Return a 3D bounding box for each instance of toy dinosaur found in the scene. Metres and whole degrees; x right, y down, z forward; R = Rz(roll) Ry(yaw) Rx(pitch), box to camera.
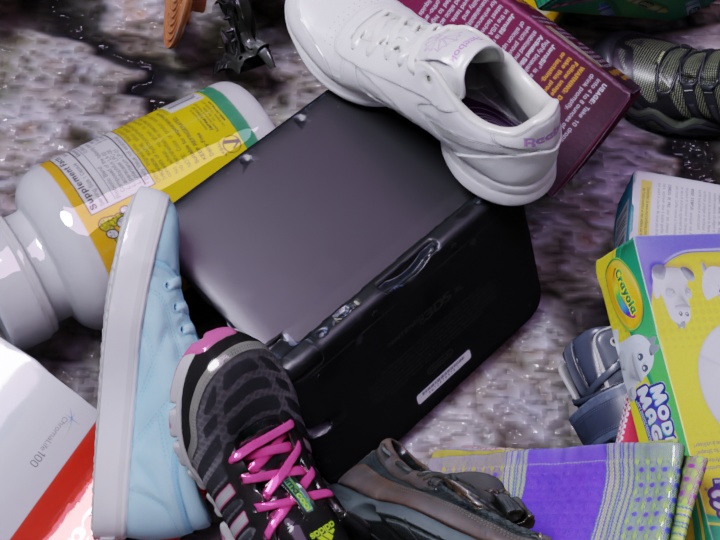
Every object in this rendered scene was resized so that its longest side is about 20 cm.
[{"bbox_3d":[-0.075,-0.217,0.836,0.102,0.136,0.200,-12,19,5],"label":"toy dinosaur"}]

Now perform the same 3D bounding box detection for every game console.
[{"bbox_3d":[0.000,0.000,0.736,0.200,0.176,0.116,-39,45,-22],"label":"game console"}]

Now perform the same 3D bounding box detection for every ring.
[{"bbox_3d":[-0.112,-0.255,0.826,0.019,0.200,0.201,8,60,-16],"label":"ring"}]

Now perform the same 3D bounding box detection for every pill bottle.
[{"bbox_3d":[-0.147,-0.032,0.744,0.200,0.113,0.113,-29,67,-20],"label":"pill bottle"}]

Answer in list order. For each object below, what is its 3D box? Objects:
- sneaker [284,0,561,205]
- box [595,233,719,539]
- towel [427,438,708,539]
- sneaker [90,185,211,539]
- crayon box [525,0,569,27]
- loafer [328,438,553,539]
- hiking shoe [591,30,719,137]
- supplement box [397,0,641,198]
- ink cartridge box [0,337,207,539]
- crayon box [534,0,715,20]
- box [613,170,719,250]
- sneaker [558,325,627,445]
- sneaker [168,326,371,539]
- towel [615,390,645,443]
[{"bbox_3d":[0.040,-0.126,0.689,0.200,0.100,0.075,37,70,14],"label":"sneaker"},{"bbox_3d":[0.210,0.078,0.648,0.117,0.048,0.200,-3,72,-22],"label":"box"},{"bbox_3d":[0.084,0.156,0.627,0.023,0.200,0.144,37,63,-26],"label":"towel"},{"bbox_3d":[-0.105,0.054,0.659,0.082,0.074,0.200,4,99,-14],"label":"sneaker"},{"bbox_3d":[0.096,-0.214,0.902,0.126,0.052,0.200,27,63,10],"label":"crayon box"},{"bbox_3d":[0.045,0.125,0.629,0.072,0.200,0.063,43,70,-22],"label":"loafer"},{"bbox_3d":[0.268,-0.141,0.848,0.200,0.101,0.076,23,61,8],"label":"hiking shoe"},{"bbox_3d":[0.083,-0.147,0.792,0.200,0.110,0.086,39,108,7],"label":"supplement box"},{"bbox_3d":[-0.212,0.134,0.672,0.200,0.047,0.160,30,69,10],"label":"ink cartridge box"},{"bbox_3d":[0.189,-0.252,0.858,0.200,0.058,0.119,-9,78,-46],"label":"crayon box"},{"bbox_3d":[0.277,-0.007,0.803,0.200,0.049,0.082,11,61,1],"label":"box"},{"bbox_3d":[0.136,0.118,0.697,0.202,0.077,0.146,-21,76,-26],"label":"sneaker"},{"bbox_3d":[-0.039,0.124,0.621,0.074,0.200,0.087,-25,23,-33],"label":"sneaker"},{"bbox_3d":[0.226,0.150,0.664,0.200,0.022,0.145,25,62,-11],"label":"towel"}]
